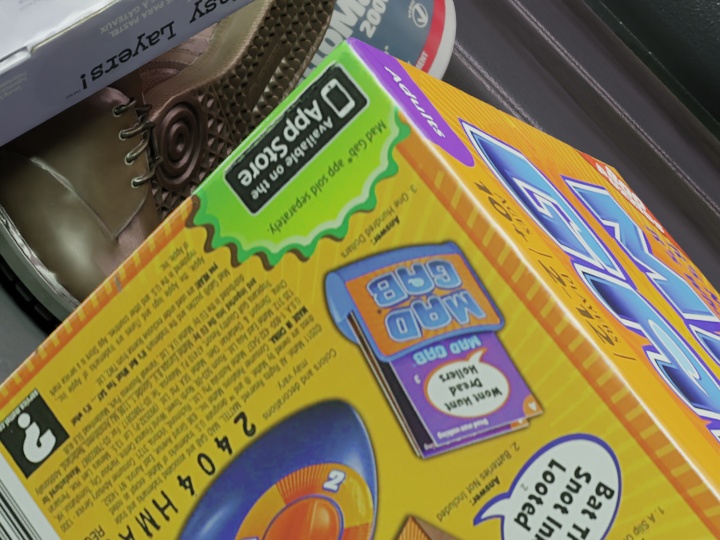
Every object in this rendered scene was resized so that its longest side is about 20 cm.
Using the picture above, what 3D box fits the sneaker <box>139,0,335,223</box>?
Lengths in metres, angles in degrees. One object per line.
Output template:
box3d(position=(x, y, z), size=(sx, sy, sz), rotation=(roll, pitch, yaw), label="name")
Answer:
box3d(position=(-0.081, -0.069, 1.158), size=(0.200, 0.075, 0.071), rotation=(-54, 143, -41), label="sneaker")

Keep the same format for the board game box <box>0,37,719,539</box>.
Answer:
box3d(position=(0.025, 0.094, 0.776), size=(0.200, 0.200, 0.200), rotation=(52, 14, 22), label="board game box")

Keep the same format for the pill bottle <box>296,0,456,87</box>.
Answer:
box3d(position=(-0.054, -0.152, 1.471), size=(0.200, 0.120, 0.120), rotation=(35, 17, -40), label="pill bottle")

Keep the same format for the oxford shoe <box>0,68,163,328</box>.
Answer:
box3d(position=(-0.097, -0.030, 1.032), size=(0.200, 0.084, 0.073), rotation=(47, 7, -13), label="oxford shoe")

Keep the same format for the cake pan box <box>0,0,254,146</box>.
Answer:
box3d(position=(-0.135, -0.140, 1.001), size=(0.184, 0.199, 0.052), rotation=(51, -16, 23), label="cake pan box")
